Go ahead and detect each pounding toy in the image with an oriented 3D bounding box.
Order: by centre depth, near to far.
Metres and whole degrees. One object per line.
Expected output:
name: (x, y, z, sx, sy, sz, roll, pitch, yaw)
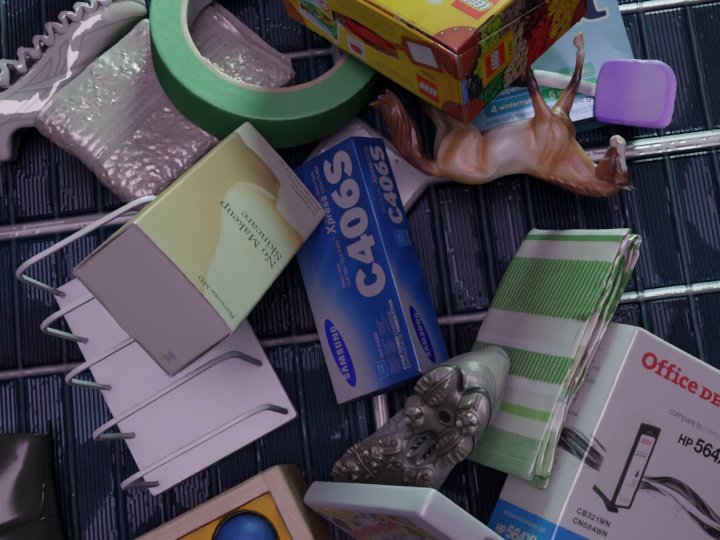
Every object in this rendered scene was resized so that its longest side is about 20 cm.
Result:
pounding toy: (-0.106, 0.275, 0.773, 0.200, 0.142, 0.184, -27, 79, -1)

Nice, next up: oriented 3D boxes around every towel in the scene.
towel: (0.135, 0.060, 0.799, 0.023, 0.153, 0.200, 26, 82, -23)
towel: (-0.163, -0.150, 0.881, 0.133, 0.034, 0.200, 39, 68, 11)

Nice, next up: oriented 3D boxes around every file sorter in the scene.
file sorter: (-0.164, 0.062, 0.825, 0.139, 0.125, 0.200, -29, 80, 0)

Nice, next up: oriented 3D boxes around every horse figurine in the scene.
horse figurine: (0.111, -0.116, 0.823, 0.200, 0.050, 0.133, -7, 96, 7)

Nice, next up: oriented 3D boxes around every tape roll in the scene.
tape roll: (-0.078, -0.202, 0.873, 0.200, 0.048, 0.201, 4, 66, -8)

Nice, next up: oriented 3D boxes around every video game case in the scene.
video game case: (0.068, 0.207, 0.718, 0.182, 0.200, 0.023, 38, 68, -14)

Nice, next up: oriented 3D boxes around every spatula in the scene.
spatula: (0.157, -0.157, 0.845, 0.200, 0.021, 0.057, 10, 87, 6)

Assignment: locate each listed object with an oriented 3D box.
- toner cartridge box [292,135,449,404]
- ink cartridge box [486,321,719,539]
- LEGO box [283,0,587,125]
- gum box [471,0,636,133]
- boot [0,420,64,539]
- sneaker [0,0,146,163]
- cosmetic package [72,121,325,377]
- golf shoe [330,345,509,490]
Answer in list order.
toner cartridge box: (0.000, 0.000, 0.840, 0.095, 0.043, 0.200, -26, 76, 39)
ink cartridge box: (0.201, 0.154, 0.774, 0.146, 0.084, 0.200, 26, 83, -21)
LEGO box: (0.054, -0.227, 0.796, 0.149, 0.077, 0.200, -43, 60, -16)
gum box: (0.137, -0.210, 0.889, 0.170, 0.045, 0.200, -14, 81, 2)
boot: (-0.345, 0.203, 0.847, 0.200, 0.077, 0.138, -4, 75, -10)
sneaker: (-0.266, -0.173, 0.908, 0.200, 0.075, 0.081, -36, 93, 0)
cosmetic package: (-0.110, -0.023, 0.757, 0.071, 0.200, 0.105, -34, 104, 30)
golf shoe: (0.053, 0.133, 0.802, 0.078, 0.097, 0.200, 47, 129, 7)
